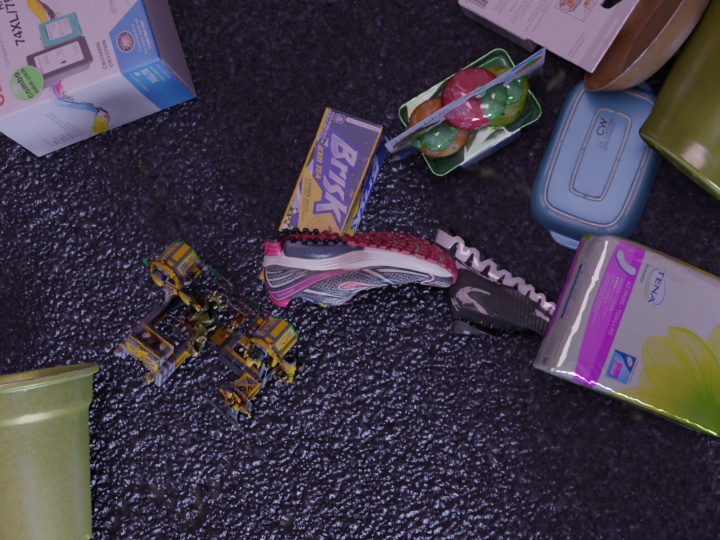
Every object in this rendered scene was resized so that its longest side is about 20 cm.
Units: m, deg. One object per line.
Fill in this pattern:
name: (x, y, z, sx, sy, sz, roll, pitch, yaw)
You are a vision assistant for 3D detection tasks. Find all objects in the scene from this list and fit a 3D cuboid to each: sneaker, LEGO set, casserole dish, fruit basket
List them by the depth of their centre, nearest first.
fruit basket: (0.113, -0.161, 1.606, 0.185, 0.200, 0.094, -31, 92, 3)
sneaker: (0.000, 0.000, 1.612, 0.200, 0.081, 0.075, 3, 105, 1)
LEGO set: (-0.170, 0.079, 1.635, 0.200, 0.154, 0.116, 41, 62, 3)
sneaker: (0.142, 0.041, 1.637, 0.200, 0.066, 0.091, 36, 92, 16)
casserole dish: (0.254, -0.119, 1.656, 0.121, 0.039, 0.200, 20, 84, 12)

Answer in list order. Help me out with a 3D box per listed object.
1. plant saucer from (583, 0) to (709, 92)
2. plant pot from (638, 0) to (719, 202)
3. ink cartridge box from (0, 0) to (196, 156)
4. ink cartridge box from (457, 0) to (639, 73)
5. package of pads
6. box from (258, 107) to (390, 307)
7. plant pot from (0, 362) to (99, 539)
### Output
plant saucer: (0.304, -0.257, 1.602, 0.035, 0.200, 0.200, 33, 87, -11)
plant pot: (0.388, -0.171, 1.569, 0.200, 0.200, 0.193, 40, 96, 13)
ink cartridge box: (-0.309, -0.239, 1.717, 0.200, 0.146, 0.147, -20, 77, 6)
ink cartridge box: (0.231, -0.324, 1.680, 0.176, 0.045, 0.200, 33, 88, 21)
package of pads: (0.292, 0.061, 1.572, 0.200, 0.068, 0.155, 23, 85, -13)
box: (-0.036, -0.068, 1.683, 0.070, 0.064, 0.200, 20, 85, 12)
plant pot: (-0.360, 0.204, 1.644, 0.200, 0.200, 0.185, -9, 91, 8)
